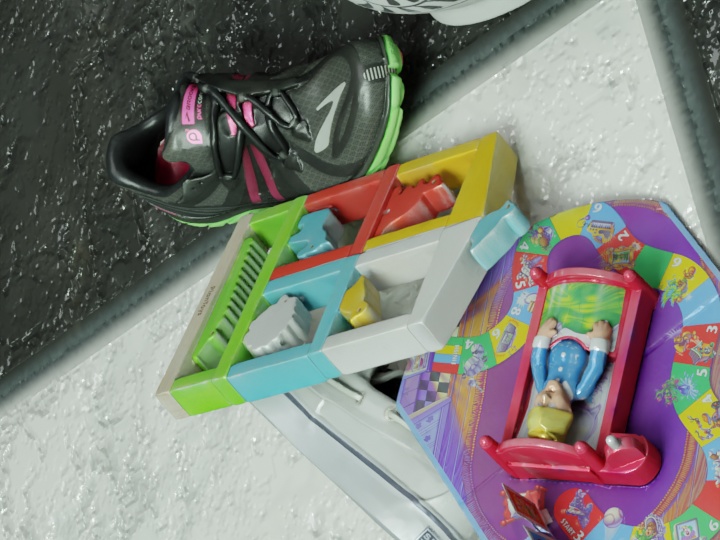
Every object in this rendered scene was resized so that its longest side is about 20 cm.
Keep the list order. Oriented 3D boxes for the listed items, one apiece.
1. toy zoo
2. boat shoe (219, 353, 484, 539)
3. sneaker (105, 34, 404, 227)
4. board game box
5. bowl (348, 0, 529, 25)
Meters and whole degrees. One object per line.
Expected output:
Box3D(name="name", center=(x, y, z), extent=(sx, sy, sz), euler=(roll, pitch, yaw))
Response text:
Box3D(name="toy zoo", center=(0.000, 0.000, 1.343), extent=(0.200, 0.020, 0.131), euler=(-17, 35, 36))
Box3D(name="boat shoe", center=(0.001, 0.071, 1.350), extent=(0.066, 0.072, 0.200), euler=(-47, 36, -3))
Box3D(name="sneaker", center=(-0.055, -0.068, 1.428), extent=(0.200, 0.084, 0.077), euler=(-23, 65, 41))
Box3D(name="board game box", center=(0.096, 0.049, 1.233), extent=(0.158, 0.039, 0.200), euler=(-39, 52, 8))
Box3D(name="bowl", center=(0.051, -0.178, 1.313), extent=(0.201, 0.094, 0.201), euler=(-25, 26, 13))
